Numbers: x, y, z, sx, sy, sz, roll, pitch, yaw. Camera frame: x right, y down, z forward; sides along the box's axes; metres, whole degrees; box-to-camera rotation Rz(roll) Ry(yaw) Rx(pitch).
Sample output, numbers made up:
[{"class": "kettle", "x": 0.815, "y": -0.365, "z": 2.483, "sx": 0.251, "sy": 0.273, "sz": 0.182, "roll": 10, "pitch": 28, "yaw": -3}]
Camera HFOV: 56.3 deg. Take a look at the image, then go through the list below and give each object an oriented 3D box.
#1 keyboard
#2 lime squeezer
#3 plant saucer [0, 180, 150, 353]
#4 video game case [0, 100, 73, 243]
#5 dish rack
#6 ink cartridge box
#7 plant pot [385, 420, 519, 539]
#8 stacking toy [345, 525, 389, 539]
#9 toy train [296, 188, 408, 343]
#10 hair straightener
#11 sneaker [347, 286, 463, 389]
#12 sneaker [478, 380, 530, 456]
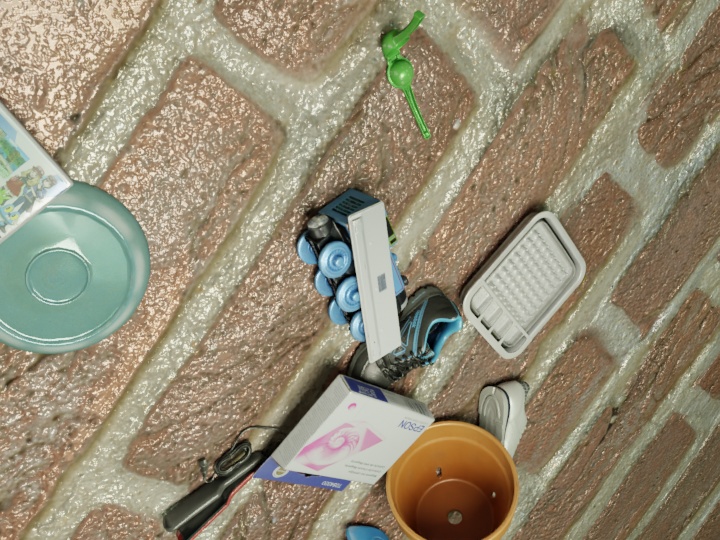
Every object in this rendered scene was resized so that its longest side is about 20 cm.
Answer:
[{"class": "keyboard", "x": 0.020, "y": 0.018, "z": 0.830, "sx": 0.056, "sy": 0.011, "sz": 0.203, "roll": -30, "pitch": 123, "yaw": -38}, {"class": "lime squeezer", "x": 0.058, "y": -0.243, "z": 0.802, "sx": 0.038, "sy": 0.070, "sz": 0.201, "roll": -51, "pitch": 157, "yaw": -19}, {"class": "plant saucer", "x": -0.324, "y": 0.003, "z": 0.720, "sx": 0.198, "sy": 0.027, "sz": 0.203, "roll": -12, "pitch": 116, "yaw": -25}, {"class": "video game case", "x": -0.405, "y": -0.101, "z": 0.617, "sx": 0.182, "sy": 0.022, "sz": 0.201, "roll": -40, "pitch": 116, "yaw": -7}, {"class": "dish rack", "x": 0.244, "y": 0.019, "z": 1.030, "sx": 0.200, "sy": 0.043, "sz": 0.172, "roll": -48, "pitch": 124, "yaw": -2}, {"class": "ink cartridge box", "x": -0.019, "y": 0.248, "z": 0.946, "sx": 0.195, "sy": 0.043, "sz": 0.201, "roll": 26, "pitch": 108, "yaw": -45}, {"class": "plant pot", "x": 0.145, "y": 0.359, "z": 1.046, "sx": 0.198, "sy": 0.200, "sz": 0.141, "roll": -28, "pitch": 138, "yaw": -15}, {"class": "stacking toy", "x": -0.029, "y": 0.514, "z": 1.076, "sx": 0.200, "sy": 0.110, "sz": 0.116, "roll": -44, "pitch": 136, "yaw": 13}, {"class": "toy train", "x": 0.000, "y": 0.000, "z": 0.864, "sx": 0.114, "sy": 0.086, "sz": 0.202, "roll": -36, "pitch": 124, "yaw": -17}, {"class": "hair straightener", "x": -0.184, "y": 0.280, "z": 0.910, "sx": 0.199, "sy": 0.041, "sz": 0.077, "roll": -38, "pitch": 125, "yaw": -10}, {"class": "sneaker", "x": 0.059, "y": 0.113, "z": 0.946, "sx": 0.201, "sy": 0.082, "sz": 0.073, "roll": -49, "pitch": 128, "yaw": 1}, {"class": "sneaker", "x": 0.240, "y": 0.280, "z": 1.129, "sx": 0.080, "sy": 0.076, "sz": 0.203, "roll": -10, "pitch": 117, "yaw": -35}]
